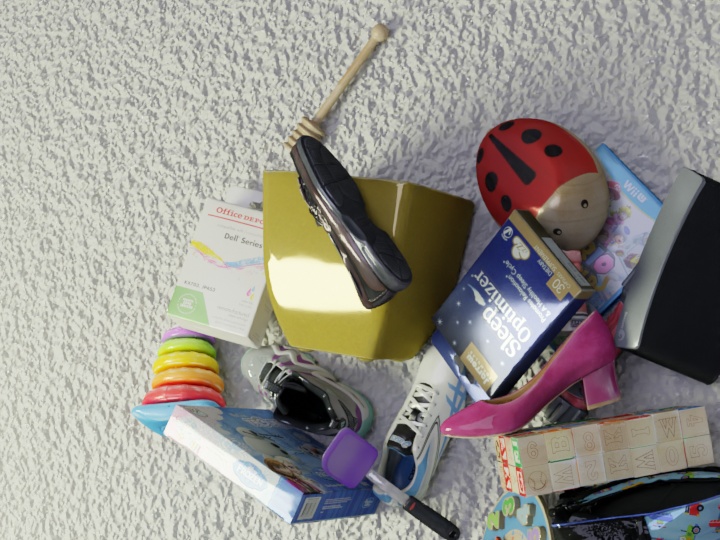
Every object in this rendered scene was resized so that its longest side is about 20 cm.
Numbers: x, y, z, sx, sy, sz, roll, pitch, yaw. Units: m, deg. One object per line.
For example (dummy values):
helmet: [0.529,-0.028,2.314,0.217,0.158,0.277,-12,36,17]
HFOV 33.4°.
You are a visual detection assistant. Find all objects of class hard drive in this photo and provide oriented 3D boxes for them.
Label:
hard drive: [0.356,0.008,1.250,0.133,0.042,0.202,21,92,-11]

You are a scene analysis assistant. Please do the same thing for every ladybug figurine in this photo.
ladybug figurine: [0.196,-0.104,1.360,0.136,0.072,0.200,-50,50,11]

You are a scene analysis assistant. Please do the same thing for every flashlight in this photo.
flashlight: [0.265,0.080,1.307,0.201,0.067,0.068,-56,18,14]

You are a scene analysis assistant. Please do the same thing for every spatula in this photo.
spatula: [0.038,0.251,1.357,0.199,0.021,0.057,39,87,-16]

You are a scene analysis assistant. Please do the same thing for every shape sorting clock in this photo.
shape sorting clock: [0.160,0.329,1.274,0.039,0.200,0.203,9,84,-11]

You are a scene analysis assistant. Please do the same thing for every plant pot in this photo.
plant pot: [0.000,0.000,1.402,0.193,0.194,0.203,8,90,28]

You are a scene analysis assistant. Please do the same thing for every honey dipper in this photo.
honey dipper: [-0.027,-0.231,1.542,0.038,0.038,0.201,41,97,27]

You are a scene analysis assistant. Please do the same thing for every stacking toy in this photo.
stacking toy: [-0.226,0.110,1.557,0.114,0.110,0.203,-7,66,11]

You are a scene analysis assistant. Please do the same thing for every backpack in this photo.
backpack: [0.301,0.270,1.204,0.197,0.182,0.136,-14,83,12]

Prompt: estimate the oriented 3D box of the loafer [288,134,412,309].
loafer: [-0.024,-0.050,1.276,0.063,0.072,0.201,-41,76,28]

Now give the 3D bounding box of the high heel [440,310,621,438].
high heel: [0.171,0.112,1.249,0.197,0.067,0.097,-15,94,5]

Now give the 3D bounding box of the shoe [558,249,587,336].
shoe: [0.170,0.031,1.347,0.199,0.071,0.092,-11,77,47]

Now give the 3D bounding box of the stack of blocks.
stack of blocks: [0.247,0.184,1.240,0.197,0.115,0.059,-9,85,-6]

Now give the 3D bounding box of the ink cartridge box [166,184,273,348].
ink cartridge box: [-0.155,-0.016,1.517,0.116,0.067,0.202,14,76,13]

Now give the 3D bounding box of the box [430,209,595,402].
box: [0.151,0.050,1.294,0.122,0.032,0.201,53,124,30]

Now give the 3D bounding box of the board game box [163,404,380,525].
board game box: [-0.096,0.223,1.401,0.198,0.199,0.044,28,96,28]

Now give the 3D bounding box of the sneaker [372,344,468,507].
sneaker: [0.070,0.179,1.395,0.071,0.072,0.203,18,89,31]

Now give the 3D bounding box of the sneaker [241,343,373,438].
sneaker: [-0.089,0.139,1.446,0.198,0.139,0.079,23,92,28]

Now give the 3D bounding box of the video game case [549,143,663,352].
video game case: [0.252,-0.024,1.364,0.200,0.018,0.144,-46,63,13]
